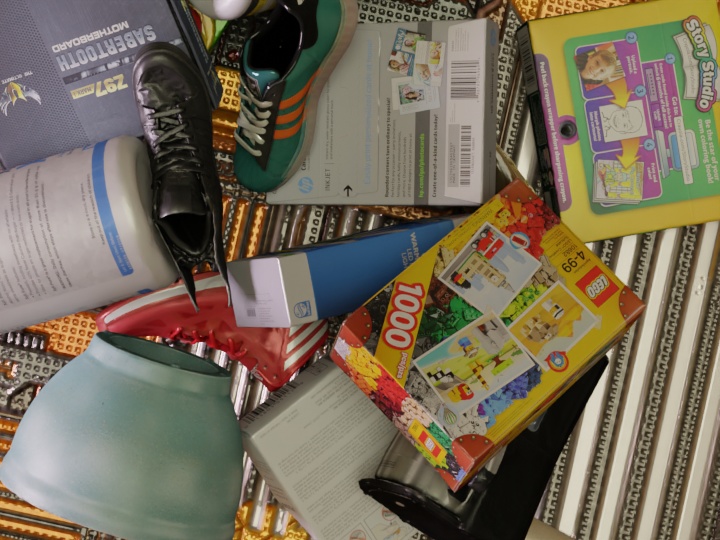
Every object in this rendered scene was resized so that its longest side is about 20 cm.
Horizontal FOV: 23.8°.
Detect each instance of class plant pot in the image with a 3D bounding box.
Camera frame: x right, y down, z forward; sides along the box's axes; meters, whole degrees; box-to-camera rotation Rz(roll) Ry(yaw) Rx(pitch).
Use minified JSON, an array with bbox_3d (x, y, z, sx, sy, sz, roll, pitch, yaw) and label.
[{"bbox_3d":[-0.179,0.129,1.394,0.199,0.200,0.135,18,93,-5],"label":"plant pot"}]

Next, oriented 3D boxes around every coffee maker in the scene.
[{"bbox_3d":[0.119,0.141,1.456,0.192,0.134,0.201,44,69,-44],"label":"coffee maker"}]

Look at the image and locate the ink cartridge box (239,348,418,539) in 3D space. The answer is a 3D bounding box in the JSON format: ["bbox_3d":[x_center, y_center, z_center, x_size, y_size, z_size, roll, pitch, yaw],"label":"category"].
[{"bbox_3d":[0.006,0.169,1.488,0.162,0.057,0.201,-37,113,-17],"label":"ink cartridge box"}]

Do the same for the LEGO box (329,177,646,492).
[{"bbox_3d":[0.099,0.049,1.348,0.200,0.077,0.149,-40,78,-23],"label":"LEGO box"}]

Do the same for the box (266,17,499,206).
[{"bbox_3d":[0.017,-0.133,1.458,0.199,0.041,0.157,1,89,22],"label":"box"}]

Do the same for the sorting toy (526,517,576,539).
[{"bbox_3d":[0.156,0.334,1.509,0.184,0.036,0.201,28,87,-4],"label":"sorting toy"}]

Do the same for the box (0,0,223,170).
[{"bbox_3d":[-0.233,-0.180,1.414,0.199,0.051,0.158,-16,115,12],"label":"box"}]

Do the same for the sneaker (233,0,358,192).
[{"bbox_3d":[-0.074,-0.151,1.415,0.071,0.080,0.201,43,123,32],"label":"sneaker"}]

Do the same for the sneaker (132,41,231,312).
[{"bbox_3d":[-0.141,-0.075,1.375,0.060,0.104,0.201,-10,120,2],"label":"sneaker"}]

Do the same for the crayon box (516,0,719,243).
[{"bbox_3d":[0.241,-0.133,1.511,0.172,0.058,0.201,-9,91,-6],"label":"crayon box"}]

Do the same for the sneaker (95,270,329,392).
[{"bbox_3d":[-0.120,0.058,1.469,0.199,0.078,0.116,-16,89,-4],"label":"sneaker"}]

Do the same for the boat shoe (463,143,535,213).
[{"bbox_3d":[0.132,-0.044,1.493,0.074,0.066,0.201,-26,96,15],"label":"boat shoe"}]

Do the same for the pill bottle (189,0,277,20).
[{"bbox_3d":[-0.053,-0.283,1.431,0.199,0.112,0.113,-22,91,-35],"label":"pill bottle"}]

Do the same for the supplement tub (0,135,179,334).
[{"bbox_3d":[-0.260,-0.025,1.412,0.199,0.132,0.133,-15,91,7],"label":"supplement tub"}]

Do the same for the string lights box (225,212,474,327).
[{"bbox_3d":[0.000,0.000,1.429,0.199,0.103,0.059,-14,95,-30],"label":"string lights box"}]

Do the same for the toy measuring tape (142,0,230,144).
[{"bbox_3d":[-0.177,-0.179,1.476,0.073,0.074,0.200,34,97,-4],"label":"toy measuring tape"}]
